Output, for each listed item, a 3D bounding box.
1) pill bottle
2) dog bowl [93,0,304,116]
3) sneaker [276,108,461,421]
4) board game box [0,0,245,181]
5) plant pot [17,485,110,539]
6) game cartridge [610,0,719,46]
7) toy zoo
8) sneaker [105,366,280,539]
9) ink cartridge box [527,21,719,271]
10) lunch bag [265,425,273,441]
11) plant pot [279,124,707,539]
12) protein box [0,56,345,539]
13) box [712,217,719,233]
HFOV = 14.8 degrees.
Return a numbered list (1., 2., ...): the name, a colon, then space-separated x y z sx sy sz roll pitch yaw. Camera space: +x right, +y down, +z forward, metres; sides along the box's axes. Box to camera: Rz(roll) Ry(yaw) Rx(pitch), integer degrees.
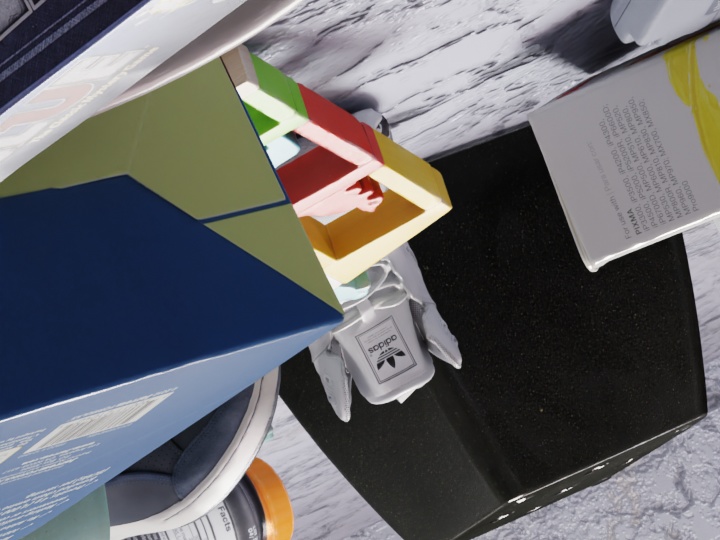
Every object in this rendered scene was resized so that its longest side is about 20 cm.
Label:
1. pill bottle: -0.145 0.197 1.975 0.199 0.107 0.106 -19 169 -33
2. dog bowl: -0.079 -0.094 0.763 0.199 0.059 0.200 -26 170 -5
3. sneaker: 0.000 0.000 1.282 0.075 0.115 0.200 -25 170 -4
4. board game box: -0.047 -0.115 0.507 0.200 0.136 0.035 -33 168 35
5. plant pot: -0.218 0.107 1.090 0.196 0.201 0.200 -24 171 -38
6. game cartridge: 0.209 -0.163 1.198 0.199 0.041 0.133 -24 174 -11
7. toy zoo: -0.049 -0.024 1.144 0.131 0.021 0.200 -29 152 20
8. sneaker: -0.145 0.069 1.239 0.146 0.077 0.202 26 136 -37
9. ink cartridge box: 0.194 -0.084 1.308 0.199 0.084 0.145 -23 -177 21
10. lunch bag: -0.145 0.093 1.467 0.199 0.077 0.160 -25 179 -11
11. plant pot: 0.074 0.041 1.506 0.199 0.178 0.200 -22 170 -26
12. protein box: -0.156 0.017 0.922 0.198 0.135 0.200 -15 166 -47
13. box: 0.284 -0.083 1.537 0.199 0.125 0.097 -26 170 0
